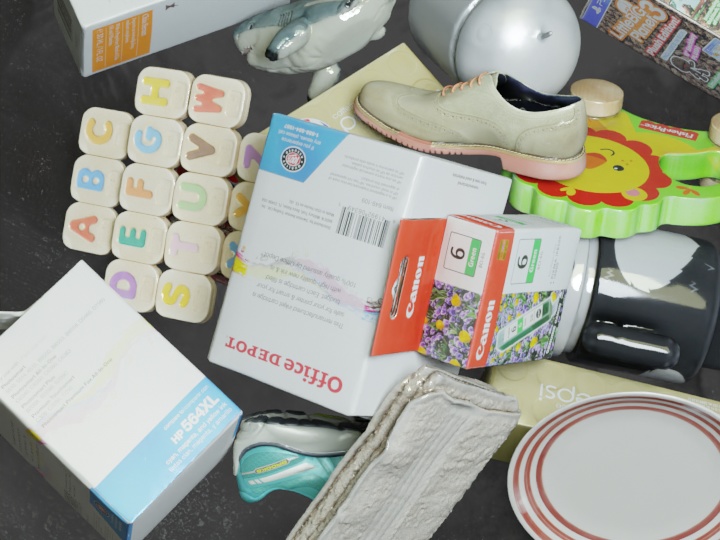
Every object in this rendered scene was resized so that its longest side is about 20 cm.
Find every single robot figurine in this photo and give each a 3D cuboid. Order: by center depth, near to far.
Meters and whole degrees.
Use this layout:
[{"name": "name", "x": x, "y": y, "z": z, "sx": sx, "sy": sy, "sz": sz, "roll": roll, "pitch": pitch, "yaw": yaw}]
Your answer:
[{"name": "robot figurine", "x": 0.225, "y": 0.022, "z": 1.555, "sx": 0.199, "sy": 0.150, "sz": 0.126, "roll": 12, "pitch": 81, "yaw": -3}, {"name": "robot figurine", "x": 0.113, "y": -0.207, "z": 1.596, "sx": 0.112, "sy": 0.170, "sz": 0.200, "roll": -21, "pitch": 36, "yaw": -13}]

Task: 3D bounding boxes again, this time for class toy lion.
[{"name": "toy lion", "x": 0.222, "y": -0.081, "z": 1.561, "sx": 0.199, "sy": 0.069, "sz": 0.192, "roll": 14, "pitch": 34, "yaw": 14}]

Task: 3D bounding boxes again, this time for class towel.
[{"name": "towel", "x": 0.033, "y": 0.164, "z": 1.437, "sx": 0.201, "sy": 0.132, "sz": 0.034, "roll": -55, "pitch": 50, "yaw": 14}]

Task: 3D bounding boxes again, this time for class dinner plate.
[{"name": "dinner plate", "x": 0.215, "y": 0.165, "z": 1.482, "sx": 0.199, "sy": 0.201, "sz": 0.024, "roll": 13, "pitch": 37, "yaw": -4}]

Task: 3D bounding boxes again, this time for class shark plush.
[{"name": "shark plush", "x": -0.021, "y": -0.235, "z": 1.605, "sx": 0.200, "sy": 0.091, "sz": 0.084, "roll": -42, "pitch": 51, "yaw": 19}]

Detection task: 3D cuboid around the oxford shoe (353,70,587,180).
[{"name": "oxford shoe", "x": 0.091, "y": -0.134, "z": 1.522, "sx": 0.199, "sy": 0.074, "sz": 0.071, "roll": 13, "pitch": 34, "yaw": 13}]

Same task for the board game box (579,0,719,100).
[{"name": "board game box", "x": 0.326, "y": -0.256, "z": 1.683, "sx": 0.199, "sy": 0.097, "sz": 0.160, "roll": 32, "pitch": 69, "yaw": 3}]

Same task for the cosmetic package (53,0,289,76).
[{"name": "cosmetic package", "x": -0.158, "y": -0.246, "z": 1.607, "sx": 0.199, "sy": 0.102, "sz": 0.072, "roll": -22, "pitch": 76, "yaw": -14}]

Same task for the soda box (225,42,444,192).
[{"name": "soda box", "x": -0.021, "y": -0.108, "z": 1.584, "sx": 0.200, "sy": 0.064, "sz": 0.068, "roll": -34, "pitch": 74, "yaw": -24}]

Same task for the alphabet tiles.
[{"name": "alphabet tiles", "x": -0.150, "y": -0.062, "z": 1.531, "sx": 0.194, "sy": 0.015, "sz": 0.201, "roll": 11, "pitch": 93, "yaw": 20}]

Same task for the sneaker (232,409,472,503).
[{"name": "sneaker", "x": -0.005, "y": 0.159, "z": 1.514, "sx": 0.198, "sy": 0.078, "sz": 0.080, "roll": 6, "pitch": 97, "yaw": -9}]

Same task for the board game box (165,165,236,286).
[{"name": "board game box", "x": -0.084, "y": -0.030, "z": 1.586, "sx": 0.199, "sy": 0.019, "sz": 0.103, "roll": 21, "pitch": 70, "yaw": -1}]

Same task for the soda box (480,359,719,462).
[{"name": "soda box", "x": 0.192, "y": 0.128, "z": 1.532, "sx": 0.199, "sy": 0.064, "sz": 0.068, "roll": 14, "pitch": 55, "yaw": -4}]

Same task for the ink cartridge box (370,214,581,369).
[{"name": "ink cartridge box", "x": 0.090, "y": 0.015, "z": 1.419, "sx": 0.050, "sy": 0.200, "sz": 0.110, "roll": 18, "pitch": 101, "yaw": 32}]

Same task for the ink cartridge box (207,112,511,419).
[{"name": "ink cartridge box", "x": 0.000, "y": 0.000, "z": 1.459, "sx": 0.146, "sy": 0.146, "sz": 0.201, "roll": 19, "pitch": 95, "yaw": 32}]

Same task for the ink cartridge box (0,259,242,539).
[{"name": "ink cartridge box", "x": -0.209, "y": 0.100, "z": 1.462, "sx": 0.200, "sy": 0.129, "sz": 0.125, "roll": 43, "pitch": 70, "yaw": 7}]
